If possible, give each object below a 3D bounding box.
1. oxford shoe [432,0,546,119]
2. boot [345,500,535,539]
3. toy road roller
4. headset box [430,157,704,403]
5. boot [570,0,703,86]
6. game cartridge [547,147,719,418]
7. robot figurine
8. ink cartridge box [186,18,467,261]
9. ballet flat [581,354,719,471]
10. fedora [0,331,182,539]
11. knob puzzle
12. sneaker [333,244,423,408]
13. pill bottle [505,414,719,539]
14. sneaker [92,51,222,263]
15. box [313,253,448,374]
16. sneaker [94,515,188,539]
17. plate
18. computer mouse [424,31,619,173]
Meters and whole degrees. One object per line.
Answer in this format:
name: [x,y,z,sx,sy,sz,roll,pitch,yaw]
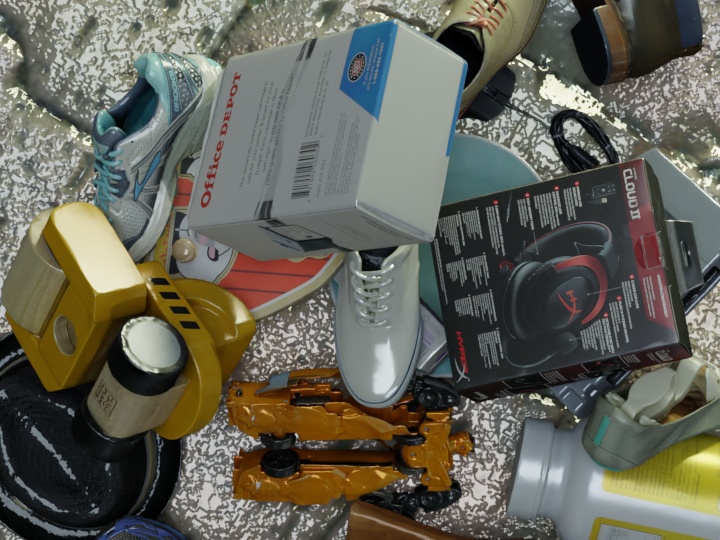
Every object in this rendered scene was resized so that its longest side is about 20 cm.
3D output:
oxford shoe: [0.100,-0.192,1.675,0.070,0.075,0.201,32,77,-1]
boot: [0.074,0.289,1.707,0.198,0.069,0.189,9,123,10]
toy road roller: [-0.177,0.042,1.667,0.200,0.145,0.123,54,135,22]
headset box: [0.163,0.008,1.627,0.199,0.075,0.150,-14,76,15]
boot: [0.212,-0.254,1.713,0.096,0.075,0.202,-11,87,-18]
game cartridge: [0.202,0.005,1.689,0.200,0.042,0.133,-46,51,5]
robot figurine: [-0.007,0.135,1.707,0.198,0.058,0.146,0,120,2]
ink cartridge box: [-0.027,-0.093,1.584,0.086,0.199,0.147,24,71,-37]
ballet flat: [0.246,0.099,1.648,0.067,0.199,0.064,31,123,29]
fedora: [-0.243,0.140,1.712,0.199,0.092,0.202,0,91,2]
knob puzzle: [-0.082,-0.058,1.697,0.218,0.030,0.221,-3,81,18]
sneaker: [0.010,0.006,1.629,0.072,0.071,0.202,1,88,14]
pill bottle: [0.221,0.176,1.686,0.199,0.112,0.113,12,91,2]
sneaker: [-0.189,-0.091,1.690,0.078,0.086,0.201,40,108,41]
box: [0.000,0.000,1.699,0.041,0.039,0.200,-46,72,4]
sneaker: [-0.140,0.280,1.703,0.075,0.078,0.200,-40,102,0]
plate: [0.070,-0.012,1.713,0.199,0.026,0.202,-3,81,17]
computer mouse: [0.126,-0.132,1.723,0.199,0.034,0.059,30,91,1]
